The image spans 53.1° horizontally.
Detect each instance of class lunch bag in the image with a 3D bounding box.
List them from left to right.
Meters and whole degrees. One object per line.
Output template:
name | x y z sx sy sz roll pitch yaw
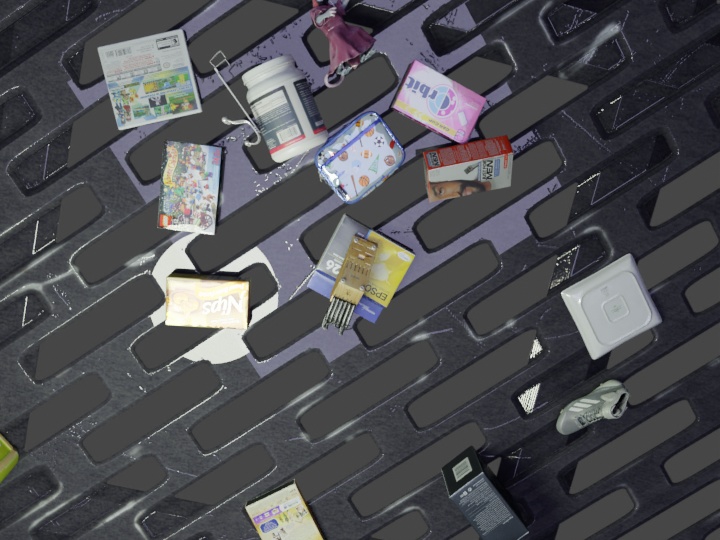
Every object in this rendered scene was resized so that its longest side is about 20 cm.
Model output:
lunch bag | -0.007 -0.260 1.657 0.199 0.076 0.161 -37 98 4

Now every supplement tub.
supplement tub | -0.167 -0.356 1.595 0.138 0.140 0.203 -23 100 2

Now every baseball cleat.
baseball cleat | 0.575 0.348 1.782 0.200 0.107 0.070 -43 105 8

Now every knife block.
knife block | -0.032 0.044 1.688 0.063 0.176 0.203 21 56 -7

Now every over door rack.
over door rack | -0.283 -0.367 1.587 0.066 0.148 0.203 -25 102 -3

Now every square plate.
square plate | 0.622 0.093 1.774 0.198 0.028 0.200 -29 101 3

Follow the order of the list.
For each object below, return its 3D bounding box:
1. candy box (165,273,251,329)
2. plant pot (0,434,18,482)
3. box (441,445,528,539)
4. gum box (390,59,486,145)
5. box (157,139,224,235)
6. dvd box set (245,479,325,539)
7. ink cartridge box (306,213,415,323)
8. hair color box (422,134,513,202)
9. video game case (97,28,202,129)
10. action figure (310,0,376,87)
candy box | -0.361 0.073 1.715 0.195 0.055 0.118 3 101 -4
plant pot | -0.942 0.465 1.702 0.181 0.200 0.200 -40 100 -2
box | 0.306 0.569 1.793 0.106 0.149 0.201 -38 100 6
gum box | 0.181 -0.378 1.643 0.197 0.066 0.115 26 98 -7
box | -0.394 -0.193 1.671 0.134 0.038 0.204 6 101 -4
dvd box set | -0.188 0.655 1.848 0.144 0.029 0.203 -26 100 2
ink cartridge box | 0.000 0.000 1.723 0.195 0.047 0.203 28 97 -8
hair color box | 0.246 -0.231 1.650 0.196 0.065 0.112 -11 144 1
video game case | -0.474 -0.431 1.630 0.196 0.022 0.186 -12 101 -1
action figure | -0.056 -0.540 1.605 0.201 0.133 0.149 53 138 2
